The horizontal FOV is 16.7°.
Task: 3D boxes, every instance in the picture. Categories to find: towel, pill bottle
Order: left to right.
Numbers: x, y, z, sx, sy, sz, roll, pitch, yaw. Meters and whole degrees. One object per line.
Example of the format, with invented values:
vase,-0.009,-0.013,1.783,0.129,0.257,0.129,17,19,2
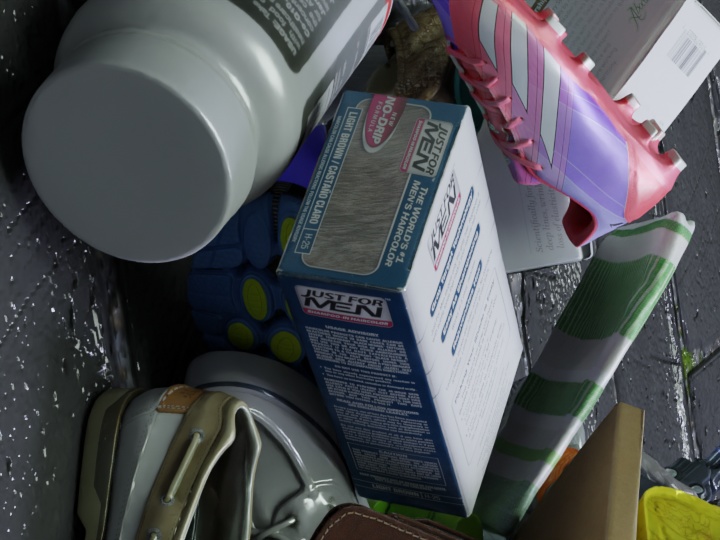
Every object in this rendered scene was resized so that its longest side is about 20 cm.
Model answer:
pill bottle,-0.067,-0.096,1.087,0.200,0.114,0.114,-58,137,-52
towel,0.115,0.057,1.371,0.200,0.023,0.153,-57,-175,-7

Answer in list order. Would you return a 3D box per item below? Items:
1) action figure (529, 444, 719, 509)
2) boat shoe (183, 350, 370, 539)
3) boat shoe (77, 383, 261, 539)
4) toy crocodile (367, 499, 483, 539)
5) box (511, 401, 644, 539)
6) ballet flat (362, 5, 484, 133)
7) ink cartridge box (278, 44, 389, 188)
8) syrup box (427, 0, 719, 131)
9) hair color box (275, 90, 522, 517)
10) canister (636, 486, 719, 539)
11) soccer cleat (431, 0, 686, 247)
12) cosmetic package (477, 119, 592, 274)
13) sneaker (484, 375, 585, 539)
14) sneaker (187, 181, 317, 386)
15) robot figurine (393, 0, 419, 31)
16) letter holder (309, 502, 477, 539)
action figure,0.179,0.130,1.354,0.200,0.193,0.105,-42,136,-41
boat shoe,-0.033,0.119,1.171,0.200,0.073,0.065,60,30,-41
boat shoe,-0.083,0.148,1.061,0.075,0.068,0.200,19,68,-63
toy crocodile,0.024,0.179,1.283,0.062,0.067,0.200,55,43,-47
box,0.091,0.184,1.202,0.200,0.021,0.164,-77,-166,-48
ballet flat,0.028,-0.065,1.237,0.200,0.065,0.071,-77,147,-54
ink cartridge box,0.000,0.000,1.303,0.200,0.043,0.198,-44,126,-58
syrup box,0.097,-0.157,1.353,0.081,0.200,0.079,-54,151,4
hair color box,0.022,0.019,1.105,0.200,0.060,0.100,74,30,-55
canister,0.129,0.228,1.213,0.200,0.086,0.149,-61,-170,22
soccer cleat,0.085,-0.087,1.225,0.200,0.076,0.067,41,13,-36
cosmetic package,0.090,-0.048,1.403,0.200,0.074,0.102,-17,97,-84
sneaker,0.105,0.169,1.468,0.114,0.075,0.200,51,44,-56
sneaker,-0.030,0.014,1.163,0.200,0.071,0.083,76,35,-58
robot figurine,-0.021,-0.210,1.209,0.200,0.113,0.170,66,-3,-34
letter holder,-0.001,0.213,1.141,0.101,0.142,0.200,-163,-84,-80
